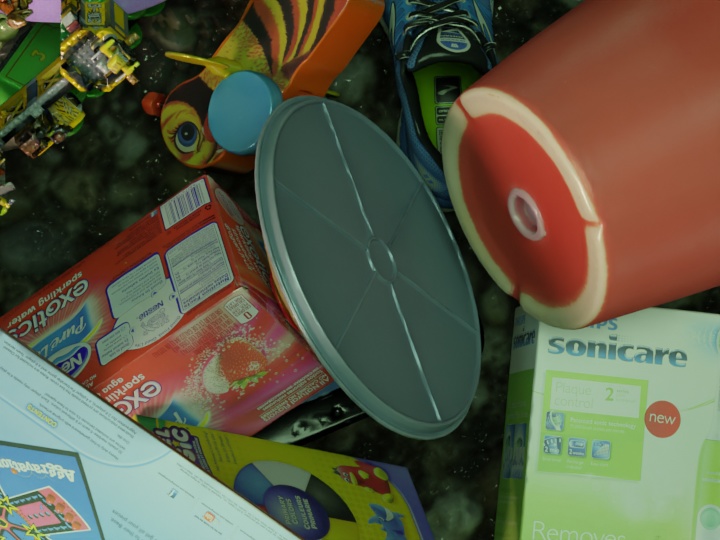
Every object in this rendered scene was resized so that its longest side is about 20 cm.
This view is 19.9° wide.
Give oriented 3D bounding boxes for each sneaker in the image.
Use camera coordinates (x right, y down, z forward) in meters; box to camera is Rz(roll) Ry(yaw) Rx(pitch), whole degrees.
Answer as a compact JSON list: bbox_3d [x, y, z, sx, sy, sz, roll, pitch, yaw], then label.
[{"bbox_3d":[0.051,-0.138,1.193,0.078,0.089,0.201,-9,86,-8],"label":"sneaker"}]

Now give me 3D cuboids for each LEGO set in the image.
[{"bbox_3d":[-0.206,-0.108,1.007,0.154,0.116,0.200,-30,123,12],"label":"LEGO set"}]

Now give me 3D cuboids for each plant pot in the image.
[{"bbox_3d":[0.155,-0.067,1.123,0.177,0.200,0.201,-27,88,-24],"label":"plant pot"}]

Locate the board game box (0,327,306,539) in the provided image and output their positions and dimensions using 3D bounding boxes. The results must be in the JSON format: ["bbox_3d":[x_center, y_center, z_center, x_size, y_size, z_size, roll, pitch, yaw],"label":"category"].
[{"bbox_3d":[-0.119,0.125,0.965,0.200,0.019,0.103,35,74,2],"label":"board game box"}]

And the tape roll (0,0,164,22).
[{"bbox_3d":[-0.173,-0.222,1.132,0.199,0.066,0.200,5,42,-4],"label":"tape roll"}]

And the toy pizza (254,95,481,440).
[{"bbox_3d":[0.000,0.000,1.112,0.032,0.200,0.201,-25,87,28],"label":"toy pizza"}]

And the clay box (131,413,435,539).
[{"bbox_3d":[-0.052,0.140,1.059,0.200,0.115,0.048,15,125,-31],"label":"clay box"}]

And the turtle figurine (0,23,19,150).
[{"bbox_3d":[-0.268,-0.103,1.115,0.194,0.200,0.144,-16,53,-29],"label":"turtle figurine"}]

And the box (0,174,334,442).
[{"bbox_3d":[-0.126,0.056,1.106,0.200,0.100,0.095,-34,131,11],"label":"box"}]

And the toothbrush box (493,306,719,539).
[{"bbox_3d":[0.157,0.123,1.182,0.145,0.086,0.201,7,83,-6],"label":"toothbrush box"}]

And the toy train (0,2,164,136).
[{"bbox_3d":[-0.144,-0.157,1.167,0.056,0.042,0.200,26,57,3],"label":"toy train"}]

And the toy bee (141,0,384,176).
[{"bbox_3d":[-0.076,-0.095,1.165,0.109,0.131,0.200,36,84,32],"label":"toy bee"}]

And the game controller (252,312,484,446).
[{"bbox_3d":[-0.031,0.044,1.191,0.200,0.042,0.105,-23,87,-8],"label":"game controller"}]
